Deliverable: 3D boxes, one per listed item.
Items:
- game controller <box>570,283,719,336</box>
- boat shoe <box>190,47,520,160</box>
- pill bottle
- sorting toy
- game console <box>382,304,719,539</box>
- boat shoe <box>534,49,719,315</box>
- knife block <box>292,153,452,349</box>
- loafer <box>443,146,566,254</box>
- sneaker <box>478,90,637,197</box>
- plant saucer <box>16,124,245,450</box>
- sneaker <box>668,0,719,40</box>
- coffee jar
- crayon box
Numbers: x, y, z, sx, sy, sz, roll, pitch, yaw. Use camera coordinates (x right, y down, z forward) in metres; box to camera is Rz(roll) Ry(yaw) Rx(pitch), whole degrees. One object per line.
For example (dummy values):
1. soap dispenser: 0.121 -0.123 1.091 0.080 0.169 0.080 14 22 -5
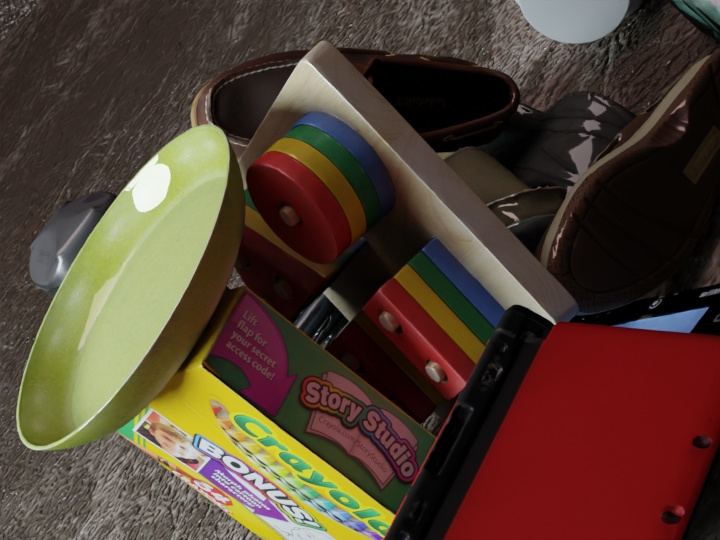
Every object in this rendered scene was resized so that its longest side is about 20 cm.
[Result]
1. game controller: 0.139 0.053 1.196 0.200 0.042 0.105 -14 40 58
2. boat shoe: -0.001 -0.103 1.381 0.070 0.198 0.071 162 102 -72
3. pill bottle: 0.156 -0.244 1.590 0.112 0.112 0.201 -37 23 32
4. sorting toy: 0.000 0.000 1.273 0.070 0.199 0.200 -42 -3 -24
5. game console: 0.079 0.122 1.070 0.200 0.118 0.173 -58 -6 -44
6. boat shoe: 0.158 -0.041 1.278 0.202 0.075 0.075 -43 8 -30
7. knife block: 0.023 -0.013 1.538 0.200 0.064 0.176 -37 24 33
8. loafer: 0.060 -0.039 1.362 0.200 0.075 0.070 -3 92 61
9. sneaker: 0.106 -0.058 1.431 0.091 0.076 0.200 -62 19 -13
10. plant saucer: -0.119 0.014 1.234 0.200 0.031 0.201 -44 27 29
11. sneaker: 0.252 -0.197 1.345 0.140 0.078 0.200 -48 20 7
12. coffee jar: -0.141 0.028 1.618 0.086 0.200 0.104 -53 20 -10
13. crayon box: -0.041 0.098 1.269 0.172 0.200 0.059 -14 42 60
